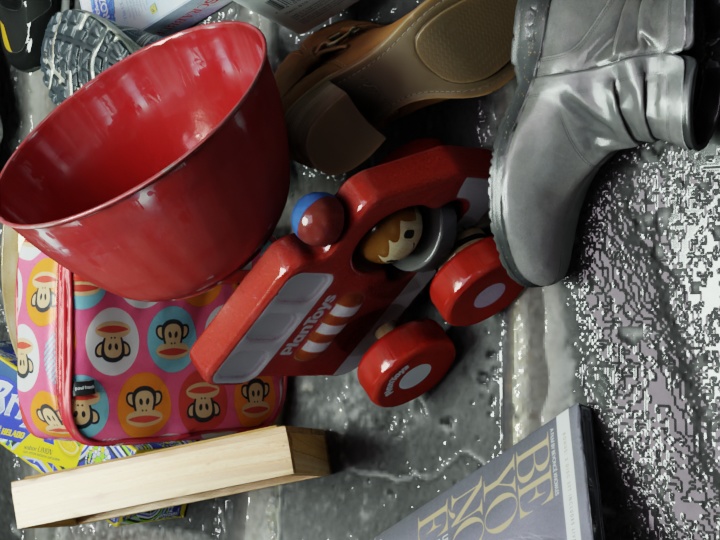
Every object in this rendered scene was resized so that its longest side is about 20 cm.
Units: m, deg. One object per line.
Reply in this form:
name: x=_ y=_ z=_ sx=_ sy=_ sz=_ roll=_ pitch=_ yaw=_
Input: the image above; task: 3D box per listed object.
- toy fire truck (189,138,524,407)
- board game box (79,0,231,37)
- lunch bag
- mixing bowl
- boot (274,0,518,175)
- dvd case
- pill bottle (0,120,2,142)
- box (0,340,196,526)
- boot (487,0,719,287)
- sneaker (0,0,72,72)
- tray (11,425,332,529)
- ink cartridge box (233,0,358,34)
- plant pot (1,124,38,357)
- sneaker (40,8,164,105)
toy fire truck: x=0.000 y=0.000 z=1.346 sx=0.200 sy=0.167 sz=0.113 roll=-50 pitch=60 yaw=30
board game box: x=-0.143 y=-0.283 z=1.559 sx=0.199 sy=0.041 sz=0.202 roll=-24 pitch=75 yaw=39
lunch bag: x=-0.142 y=0.028 z=1.455 sx=0.082 sy=0.199 sz=0.178 roll=-1 pitch=90 yaw=46
mixing bowl: x=-0.118 y=-0.054 z=1.327 sx=0.199 sy=0.201 sz=0.109 roll=-5 pitch=129 yaw=42
boot: x=0.025 y=-0.140 z=1.389 sx=0.200 sy=0.077 sz=0.155 roll=-42 pitch=21 yaw=-1
dvd case: x=0.078 y=0.191 z=1.335 sx=0.200 sy=0.016 sz=0.150 roll=-38 pitch=38 yaw=35
pill bottle: x=-0.349 y=-0.140 z=1.698 sx=0.112 sy=0.112 sz=0.202 roll=-25 pitch=74 yaw=39
box: x=-0.214 y=0.120 z=1.604 sx=0.199 sy=0.070 sz=0.065 roll=28 pitch=108 yaw=38
boot: x=0.151 y=-0.082 z=1.282 sx=0.131 sy=0.070 sz=0.202 roll=10 pitch=101 yaw=36
sneaker: x=-0.277 y=-0.257 z=1.647 sx=0.070 sy=0.090 sz=0.202 roll=5 pitch=93 yaw=41
tray: x=-0.128 y=0.142 z=1.454 sx=0.198 sy=0.099 sz=0.037 roll=-13 pitch=81 yaw=13
ink cartridge box: x=-0.041 y=-0.239 z=1.342 sx=0.146 sy=0.200 sz=0.084 roll=-27 pitch=71 yaw=20
plant pot: x=-0.217 y=-0.012 z=1.561 sx=0.199 sy=0.027 sz=0.202 roll=-1 pitch=88 yaw=59
sneaker: x=-0.146 y=-0.134 z=1.529 sx=0.199 sy=0.086 sz=0.078 roll=24 pitch=108 yaw=30
